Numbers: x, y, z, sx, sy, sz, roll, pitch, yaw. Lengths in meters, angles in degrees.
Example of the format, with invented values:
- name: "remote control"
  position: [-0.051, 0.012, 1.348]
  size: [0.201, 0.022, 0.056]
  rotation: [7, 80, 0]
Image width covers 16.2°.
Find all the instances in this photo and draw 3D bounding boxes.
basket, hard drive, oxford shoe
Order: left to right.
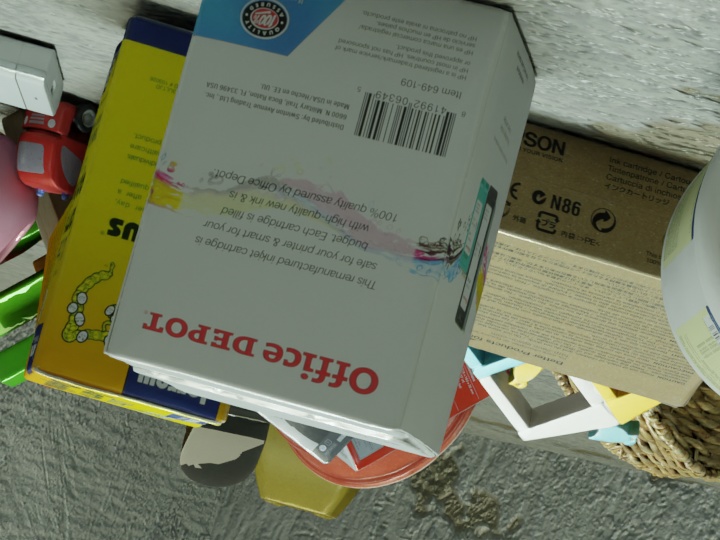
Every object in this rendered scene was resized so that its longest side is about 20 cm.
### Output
- name: "hard drive"
  position: [-0.293, -0.147, 1.635]
  size: [0.199, 0.027, 0.132]
  rotation: [16, 173, -2]
- name: "oxford shoe"
  position: [-0.068, 0.055, 1.666]
  size: [0.071, 0.072, 0.200]
  rotation: [20, 133, -18]
- name: "basket"
  position: [0.205, 0.071, 1.797]
  size: [0.148, 0.144, 0.200]
  rotation: [9, 171, 39]

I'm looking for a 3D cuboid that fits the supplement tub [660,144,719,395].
- name: "supplement tub"
  position: [0.211, -0.004, 1.137]
  size: [0.144, 0.146, 0.200]
  rotation: [15, 174, 2]

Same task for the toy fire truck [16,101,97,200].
- name: "toy fire truck"
  position: [-0.172, -0.031, 1.822]
  size: [0.049, 0.142, 0.199]
  rotation: [8, 171, 45]

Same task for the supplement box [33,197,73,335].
- name: "supplement box"
  position: [-0.135, -0.012, 1.682]
  size: [0.108, 0.110, 0.200]
  rotation: [17, 144, -16]

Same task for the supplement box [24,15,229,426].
- name: "supplement box"
  position: [-0.107, -0.024, 1.406]
  size: [0.109, 0.201, 0.109]
  rotation: [16, 173, -8]

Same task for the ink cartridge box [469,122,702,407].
- name: "ink cartridge box"
  position: [0.122, -0.006, 1.459]
  size: [0.199, 0.076, 0.165]
  rotation: [16, 156, -4]

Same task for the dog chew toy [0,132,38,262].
- name: "dog chew toy"
  position: [-0.327, -0.081, 1.809]
  size: [0.200, 0.125, 0.125]
  rotation: [43, 172, -2]

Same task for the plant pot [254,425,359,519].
- name: "plant pot"
  position: [-0.075, 0.283, 4.010]
  size: [0.194, 0.201, 0.194]
  rotation: [15, 174, 7]

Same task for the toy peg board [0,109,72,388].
- name: "toy peg board"
  position: [-0.224, 0.007, 1.943]
  size: [0.097, 0.201, 0.199]
  rotation: [-26, 161, 14]

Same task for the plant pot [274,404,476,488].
- name: "plant pot"
  position: [-0.030, 0.048, 2.032]
  size: [0.200, 0.202, 0.195]
  rotation: [11, 164, 35]

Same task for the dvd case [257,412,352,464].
- name: "dvd case"
  position: [-0.050, 0.010, 1.562]
  size: [0.200, 0.150, 0.025]
  rotation: [38, -156, -12]

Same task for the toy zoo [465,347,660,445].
- name: "toy zoo"
  position: [0.126, 0.038, 1.596]
  size: [0.131, 0.021, 0.200]
  rotation: [-22, 124, 26]

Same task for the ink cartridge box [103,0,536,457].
- name: "ink cartridge box"
  position: [-0.014, -0.028, 1.218]
  size: [0.146, 0.201, 0.146]
  rotation: [14, 174, 11]

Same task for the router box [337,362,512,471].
- name: "router box"
  position: [0.032, 0.050, 1.730]
  size: [0.049, 0.179, 0.200]
  rotation: [65, 167, -18]
